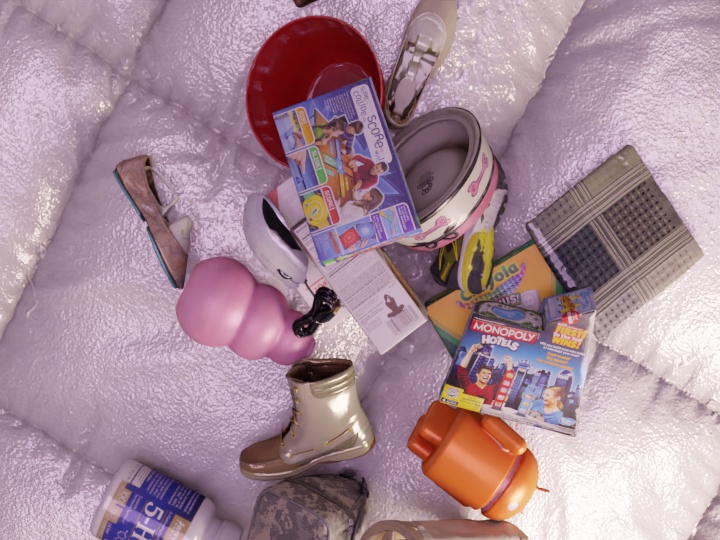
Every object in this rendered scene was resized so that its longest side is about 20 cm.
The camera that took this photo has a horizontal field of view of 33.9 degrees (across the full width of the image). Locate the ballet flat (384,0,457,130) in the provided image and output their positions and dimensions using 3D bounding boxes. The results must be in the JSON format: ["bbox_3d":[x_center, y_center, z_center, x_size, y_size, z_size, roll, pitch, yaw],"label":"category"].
[{"bbox_3d":[0.078,-0.283,1.594,0.069,0.069,0.202,22,99,2],"label":"ballet flat"}]

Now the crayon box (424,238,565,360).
[{"bbox_3d":[0.201,0.049,1.633,0.199,0.058,0.120,-31,95,9],"label":"crayon box"}]

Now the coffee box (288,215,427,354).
[{"bbox_3d":[0.000,0.000,1.549,0.079,0.114,0.201,-36,92,5],"label":"coffee box"}]

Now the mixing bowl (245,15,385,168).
[{"bbox_3d":[-0.044,-0.230,1.579,0.197,0.108,0.203,1,92,22],"label":"mixing bowl"}]

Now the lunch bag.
[{"bbox_3d":[-0.067,0.388,1.655,0.138,0.167,0.203,17,101,25],"label":"lunch bag"}]

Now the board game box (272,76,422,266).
[{"bbox_3d":[-0.017,-0.122,1.470,0.134,0.034,0.203,-18,82,4],"label":"board game box"}]

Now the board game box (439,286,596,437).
[{"bbox_3d":[0.226,0.105,1.565,0.197,0.062,0.202,15,119,-6],"label":"board game box"}]

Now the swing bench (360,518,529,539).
[{"bbox_3d":[0.098,0.426,1.618,0.197,0.129,0.203,8,100,-34],"label":"swing bench"}]

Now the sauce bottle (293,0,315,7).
[{"bbox_3d":[-0.108,-0.455,1.586,0.066,0.066,0.202,-29,96,8],"label":"sauce bottle"}]

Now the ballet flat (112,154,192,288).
[{"bbox_3d":[-0.275,-0.074,1.646,0.067,0.068,0.202,-28,85,-3],"label":"ballet flat"}]

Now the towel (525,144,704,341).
[{"bbox_3d":[0.344,-0.039,1.598,0.199,0.035,0.194,-35,93,-11],"label":"towel"}]

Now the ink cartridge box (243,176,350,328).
[{"bbox_3d":[-0.055,-0.034,1.640,0.116,0.068,0.201,-34,92,9],"label":"ink cartridge box"}]

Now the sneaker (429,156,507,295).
[{"bbox_3d":[0.141,-0.068,1.602,0.084,0.074,0.203,2,71,36],"label":"sneaker"}]

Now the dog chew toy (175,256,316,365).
[{"bbox_3d":[-0.154,0.066,1.641,0.198,0.125,0.126,27,100,-7],"label":"dog chew toy"}]

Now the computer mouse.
[{"bbox_3d":[-0.105,-0.009,1.574,0.044,0.110,0.201,-32,86,-35],"label":"computer mouse"}]

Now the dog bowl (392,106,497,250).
[{"bbox_3d":[0.096,-0.114,1.560,0.200,0.201,0.074,-42,125,10],"label":"dog bowl"}]

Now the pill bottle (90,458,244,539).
[{"bbox_3d":[-0.273,0.366,1.691,0.198,0.120,0.121,26,100,1],"label":"pill bottle"}]

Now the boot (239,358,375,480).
[{"bbox_3d":[-0.089,0.205,1.648,0.197,0.072,0.156,-14,123,1],"label":"boot"}]

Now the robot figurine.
[{"bbox_3d":[0.164,0.266,1.637,0.199,0.117,0.145,35,95,0],"label":"robot figurine"}]
